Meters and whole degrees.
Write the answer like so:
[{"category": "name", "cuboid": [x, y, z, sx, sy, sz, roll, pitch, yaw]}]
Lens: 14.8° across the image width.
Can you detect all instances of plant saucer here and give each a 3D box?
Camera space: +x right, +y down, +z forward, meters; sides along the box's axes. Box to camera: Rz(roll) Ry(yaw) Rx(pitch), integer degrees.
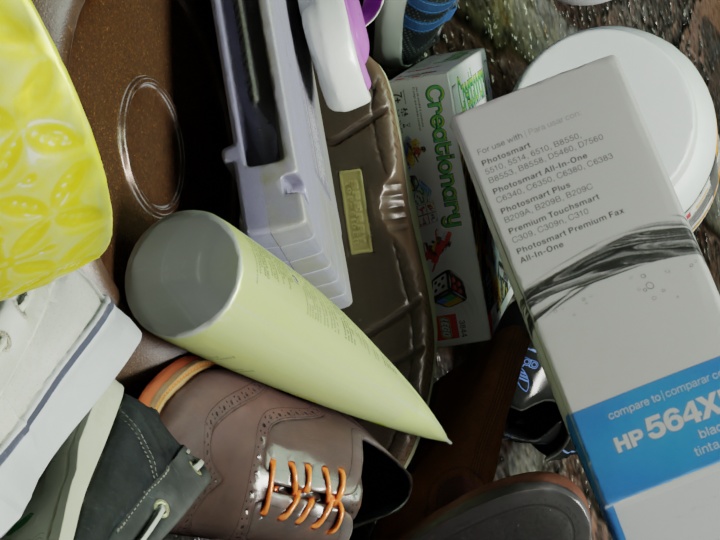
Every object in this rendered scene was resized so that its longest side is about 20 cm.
[{"category": "plant saucer", "cuboid": [-0.093, -0.047, 1.088, 0.200, 0.032, 0.201, -8, 90, -68]}]

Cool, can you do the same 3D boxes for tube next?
[{"category": "tube", "cuboid": [-0.026, 0.028, 1.114, 0.200, 0.052, 0.058, 32, 47, -62]}]

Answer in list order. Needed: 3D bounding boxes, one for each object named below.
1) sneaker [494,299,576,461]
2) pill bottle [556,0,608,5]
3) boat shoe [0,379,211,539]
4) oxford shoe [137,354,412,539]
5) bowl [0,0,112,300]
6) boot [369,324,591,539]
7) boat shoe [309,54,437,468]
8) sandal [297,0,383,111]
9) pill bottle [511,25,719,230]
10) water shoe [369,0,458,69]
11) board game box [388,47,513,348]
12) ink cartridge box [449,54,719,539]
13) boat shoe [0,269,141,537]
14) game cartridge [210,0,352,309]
[{"category": "sneaker", "cuboid": [0.106, 0.072, 1.510, 0.078, 0.070, 0.200, -60, 154, -15]}, {"category": "pill bottle", "cuboid": [0.092, -0.210, 1.474, 0.200, 0.115, 0.116, 22, 64, -65]}, {"category": "boat shoe", "cuboid": [-0.102, 0.120, 0.941, 0.068, 0.072, 0.200, 44, 38, -18]}, {"category": "oxford shoe", "cuboid": [-0.037, 0.077, 1.110, 0.200, 0.072, 0.071, 0, 107, -67]}, {"category": "bowl", "cuboid": [-0.170, -0.060, 0.772, 0.108, 0.200, 0.200, -34, 126, -16]}, {"category": "boot", "cuboid": [0.055, 0.097, 1.234, 0.068, 0.188, 0.200, 31, 40, -5]}, {"category": "boat shoe", "cuboid": [0.000, 0.000, 1.258, 0.076, 0.071, 0.201, 15, 75, -87]}, {"category": "sandal", "cuboid": [-0.006, -0.148, 1.225, 0.083, 0.050, 0.203, 74, 6, -50]}, {"category": "pill bottle", "cuboid": [0.136, -0.068, 1.488, 0.200, 0.116, 0.117, 32, 54, -81]}, {"category": "water shoe", "cuboid": [0.046, -0.150, 1.319, 0.200, 0.079, 0.072, 96, -4, -71]}, {"category": "board game box", "cuboid": [0.047, -0.040, 1.366, 0.200, 0.034, 0.127, -49, 130, -79]}, {"category": "ink cartridge box", "cuboid": [0.119, 0.026, 1.235, 0.146, 0.084, 0.201, 60, 10, -65]}, {"category": "boat shoe", "cuboid": [-0.140, 0.050, 0.915, 0.070, 0.071, 0.200, 48, 36, -11]}, {"category": "game cartridge", "cuboid": [-0.042, -0.091, 1.158, 0.130, 0.038, 0.201, 76, 4, -72]}]
